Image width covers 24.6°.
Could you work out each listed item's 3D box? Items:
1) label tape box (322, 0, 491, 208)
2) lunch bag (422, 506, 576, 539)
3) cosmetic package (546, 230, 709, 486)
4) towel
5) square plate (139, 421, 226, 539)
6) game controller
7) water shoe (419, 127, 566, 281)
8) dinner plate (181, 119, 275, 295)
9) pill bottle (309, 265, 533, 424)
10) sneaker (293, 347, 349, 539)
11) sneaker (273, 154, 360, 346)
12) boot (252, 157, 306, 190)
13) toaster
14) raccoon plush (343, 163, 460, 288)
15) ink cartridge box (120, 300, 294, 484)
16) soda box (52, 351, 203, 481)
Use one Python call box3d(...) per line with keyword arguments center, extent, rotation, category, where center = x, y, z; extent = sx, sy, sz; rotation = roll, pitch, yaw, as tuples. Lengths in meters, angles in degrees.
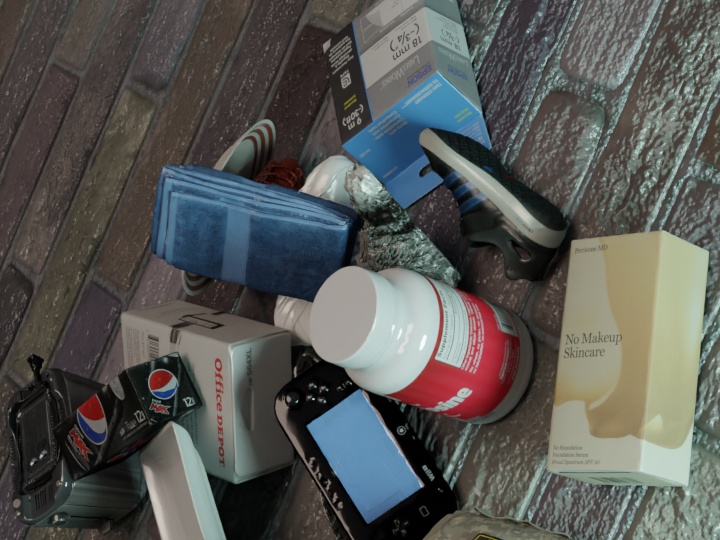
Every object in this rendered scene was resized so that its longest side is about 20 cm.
box3d(center=(0.044, -0.180, 1.674), extent=(0.144, 0.063, 0.202), rotation=(-35, 52, 34), category="label tape box")
box3d(center=(0.103, 0.299, 1.364), extent=(0.163, 0.117, 0.202), rotation=(4, 70, 51), category="lunch bag")
box3d(center=(0.223, 0.075, 1.379), extent=(0.104, 0.071, 0.203), rotation=(-8, 70, 45), category="cosmetic package")
box3d(center=(-0.104, -0.032, 1.603), extent=(0.049, 0.197, 0.113), rotation=(-70, -7, -58), category="towel")
box3d(center=(-0.171, 0.261, 1.667), extent=(0.198, 0.028, 0.202), rotation=(139, 115, -67), category="square plate")
box3d(center=(0.004, 0.174, 1.535), extent=(0.104, 0.042, 0.201), rotation=(-35, 73, 5), category="game controller")
box3d(center=(0.108, -0.063, 1.551), extent=(0.200, 0.071, 0.080), rotation=(46, 118, 42), category="water shoe")
box3d(center=(-0.144, -0.069, 1.735), extent=(0.024, 0.200, 0.202), rotation=(26, 96, 9), category="dinner plate")
box3d(center=(0.053, 0.063, 1.468), extent=(0.112, 0.199, 0.114), rotation=(-20, 61, 41), category="pill bottle")
box3d(center=(-0.015, 0.176, 1.606), extent=(0.080, 0.073, 0.202), rotation=(102, 155, -68), category="sneaker")
box3d(center=(-0.020, -0.014, 1.676), extent=(0.099, 0.077, 0.203), rotation=(15, 100, 39), category="sneaker")
box3d(center=(-0.097, -0.076, 1.717), extent=(0.200, 0.074, 0.108), rotation=(108, -174, -81), category="boot")
box3d(center=(-0.321, 0.200, 1.866), extent=(0.113, 0.128, 0.202), rotation=(-35, 53, 31), category="toaster")
box3d(center=(0.000, 0.000, 1.562), extent=(0.134, 0.200, 0.097), rotation=(-43, 31, -1), category="raccoon plush")
box3d(center=(-0.160, 0.123, 1.726), extent=(0.199, 0.084, 0.148), rotation=(13, 109, 47), category="ink cartridge box")
box3d(center=(-0.245, 0.153, 1.713), extent=(0.200, 0.070, 0.064), rotation=(-37, 76, 50), category="soda box")
